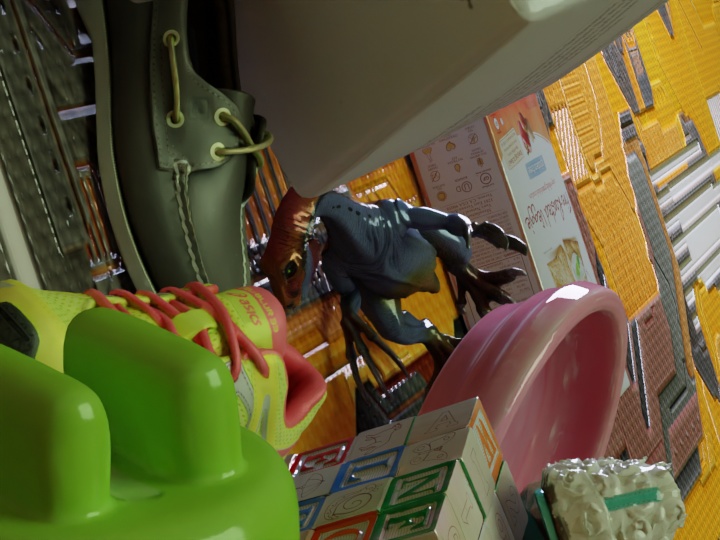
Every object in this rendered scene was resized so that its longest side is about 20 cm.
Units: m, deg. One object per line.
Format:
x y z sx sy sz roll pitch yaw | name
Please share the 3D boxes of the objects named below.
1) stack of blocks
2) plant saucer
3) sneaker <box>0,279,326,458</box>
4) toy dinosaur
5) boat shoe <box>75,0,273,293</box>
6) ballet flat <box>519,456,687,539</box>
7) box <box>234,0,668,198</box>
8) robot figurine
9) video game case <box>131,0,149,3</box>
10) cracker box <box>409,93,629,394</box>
-0.010 0.130 0.901 0.200 0.114 0.059 -61 131 -65 | stack of blocks
0.066 0.096 1.133 0.201 0.051 0.201 -52 153 -39 | plant saucer
-0.071 0.033 0.820 0.078 0.090 0.200 49 4 23 | sneaker
0.000 0.000 1.173 0.181 0.105 0.200 37 -2 -39 | toy dinosaur
-0.072 -0.066 0.981 0.072 0.060 0.203 27 48 -65 | boat shoe
0.106 0.114 1.011 0.200 0.071 0.072 90 -14 -81 | ballet flat
0.031 -0.175 1.030 0.171 0.199 0.201 -27 86 -35 | box
-0.074 0.117 0.679 0.175 0.115 0.202 -14 111 -38 | robot figurine
-0.136 -0.215 0.886 0.200 0.023 0.184 34 41 -66 | video game case
0.099 -0.002 1.431 0.134 0.057 0.201 -31 104 -71 | cracker box
